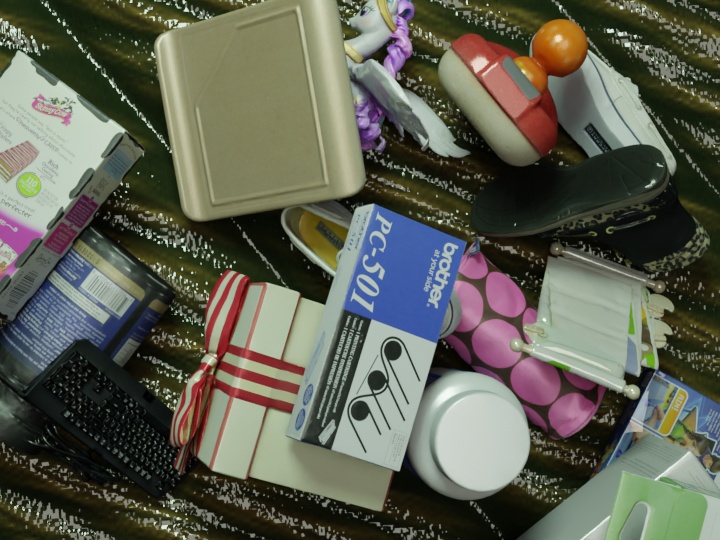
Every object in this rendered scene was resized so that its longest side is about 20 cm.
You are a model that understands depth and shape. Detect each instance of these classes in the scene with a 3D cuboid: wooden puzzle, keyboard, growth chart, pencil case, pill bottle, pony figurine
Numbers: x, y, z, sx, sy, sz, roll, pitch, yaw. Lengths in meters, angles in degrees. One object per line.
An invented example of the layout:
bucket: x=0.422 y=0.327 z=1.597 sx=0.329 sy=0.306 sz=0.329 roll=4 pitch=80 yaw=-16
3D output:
wooden puzzle: x=-0.093 y=-0.149 z=1.035 sx=0.198 sy=0.037 sz=0.187 roll=-7 pitch=95 yaw=30
keyboard: x=-0.224 y=0.155 z=1.018 sx=0.104 sy=0.040 sz=0.200 roll=-44 pitch=129 yaw=-5
growth chart: x=0.228 y=0.043 z=1.061 sx=0.144 sy=0.200 sz=0.018 roll=26 pitch=128 yaw=4
pencil case: x=0.152 y=0.068 z=1.086 sx=0.200 sy=0.091 sz=0.094 roll=46 pitch=43 yaw=-2
pill bottle: x=-0.274 y=0.067 z=1.040 sx=0.112 sy=0.112 sz=0.201 roll=38 pitch=85 yaw=-1
pony figurine: x=-0.003 y=-0.164 z=1.065 sx=0.199 sy=0.166 sz=0.194 roll=-35 pitch=78 yaw=11
pill bottle: x=0.089 y=0.147 z=1.014 sx=0.111 sy=0.200 sz=0.113 roll=0 pitch=88 yaw=-6

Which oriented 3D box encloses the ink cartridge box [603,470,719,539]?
ink cartridge box: x=0.291 y=0.241 z=0.938 sx=0.198 sy=0.059 sz=0.105 roll=17 pitch=88 yaw=-5

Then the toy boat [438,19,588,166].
toy boat: x=0.155 y=-0.179 z=1.035 sx=0.130 sy=0.200 sz=0.131 roll=-40 pitch=90 yaw=11

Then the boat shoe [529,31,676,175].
boat shoe: x=0.248 y=-0.165 z=1.119 sx=0.070 sy=0.071 sz=0.201 roll=-33 pitch=85 yaw=-32

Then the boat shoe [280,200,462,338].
boat shoe: x=0.002 y=-0.004 z=1.040 sx=0.202 sy=0.086 sz=0.075 roll=41 pitch=109 yaw=21

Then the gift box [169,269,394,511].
gift box: x=-0.072 y=0.114 z=1.020 sx=0.185 sy=0.200 sz=0.186 roll=19 pitch=79 yaw=-18

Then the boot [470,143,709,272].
boot: x=0.225 y=-0.043 z=1.084 sx=0.202 sy=0.154 sz=0.074 roll=-13 pitch=57 yaw=34

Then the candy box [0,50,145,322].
candy box: x=-0.310 y=-0.076 z=1.002 sx=0.136 sy=0.061 sz=0.201 roll=37 pitch=86 yaw=13

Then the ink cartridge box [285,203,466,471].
ink cartridge box: x=0.014 y=0.055 z=0.927 sx=0.093 sy=0.044 sz=0.202 roll=20 pitch=81 yaw=-20

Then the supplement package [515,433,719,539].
supplement package: x=0.241 y=0.264 z=1.025 sx=0.199 sy=0.120 sz=0.122 roll=-37 pitch=92 yaw=-4

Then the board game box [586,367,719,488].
board game box: x=0.301 y=0.217 z=1.108 sx=0.135 sy=0.034 sz=0.201 roll=29 pitch=86 yaw=-1
